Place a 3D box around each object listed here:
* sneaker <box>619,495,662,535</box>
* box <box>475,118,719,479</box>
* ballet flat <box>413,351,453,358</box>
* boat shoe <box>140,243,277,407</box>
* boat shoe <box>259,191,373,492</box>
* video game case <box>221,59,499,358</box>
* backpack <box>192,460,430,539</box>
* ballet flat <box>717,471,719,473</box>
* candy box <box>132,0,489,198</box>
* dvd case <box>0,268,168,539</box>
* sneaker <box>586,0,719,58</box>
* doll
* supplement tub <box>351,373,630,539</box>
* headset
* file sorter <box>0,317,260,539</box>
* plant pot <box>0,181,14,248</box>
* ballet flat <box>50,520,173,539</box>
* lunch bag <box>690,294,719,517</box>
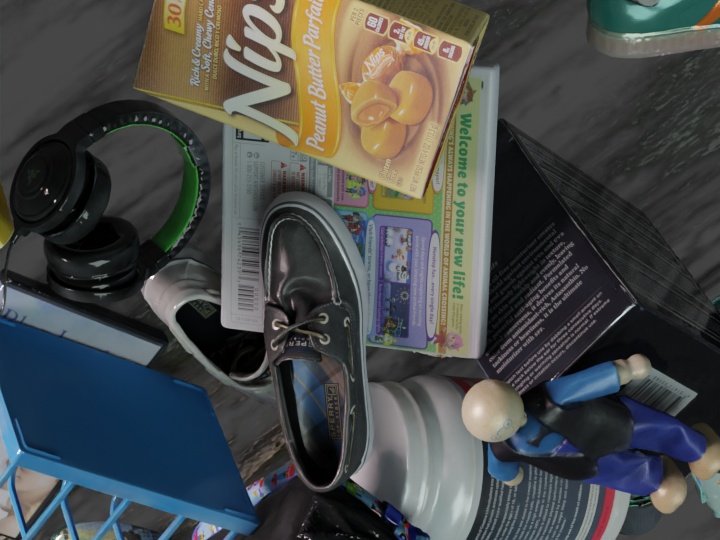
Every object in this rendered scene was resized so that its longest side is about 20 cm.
[{"bbox_3d":[0.214,0.159,1.902,0.074,0.088,0.200,-24,133,-6],"label":"sneaker"},{"bbox_3d":[0.156,0.028,1.681,0.123,0.199,0.200,-44,138,15],"label":"box"},{"bbox_3d":[0.000,0.000,1.695,0.064,0.076,0.200,-12,141,38],"label":"ballet flat"},{"bbox_3d":[-0.077,0.054,1.693,0.072,0.066,0.200,-38,133,7],"label":"boat shoe"},{"bbox_3d":[-0.034,0.051,1.569,0.070,0.066,0.201,0,109,15],"label":"boat shoe"},{"bbox_3d":[-0.003,-0.047,1.575,0.181,0.022,0.201,7,110,13],"label":"video game case"},{"bbox_3d":[-0.018,0.248,1.685,0.200,0.135,0.182,37,129,-17],"label":"backpack"},{"bbox_3d":[0.226,0.093,1.784,0.068,0.200,0.075,10,131,-45],"label":"ballet flat"},{"bbox_3d":[-0.032,-0.137,1.498,0.199,0.055,0.116,21,122,4],"label":"candy box"},{"bbox_3d":[-0.244,0.098,1.682,0.142,0.018,0.200,24,113,-37],"label":"dvd case"},{"bbox_3d":[0.251,-0.202,1.638,0.199,0.071,0.080,-14,135,-13],"label":"sneaker"},{"bbox_3d":[0.146,0.103,1.557,0.199,0.049,0.136,17,130,-35],"label":"doll"},{"bbox_3d":[0.090,0.151,1.800,0.199,0.140,0.141,5,124,-29],"label":"supplement tub"},{"bbox_3d":[-0.195,-0.035,1.579,0.200,0.094,0.124,-36,131,-15],"label":"headset"},{"bbox_3d":[-0.197,0.140,1.635,0.200,0.139,0.123,22,119,-37],"label":"file sorter"},{"bbox_3d":[-0.343,-0.066,1.394,0.200,0.200,0.177,-35,122,5],"label":"plant pot"},{"bbox_3d":[-0.146,0.243,1.813,0.200,0.074,0.074,23,114,-37],"label":"ballet flat"},{"bbox_3d":[0.330,0.093,1.873,0.200,0.122,0.171,-37,136,-4],"label":"lunch bag"}]
